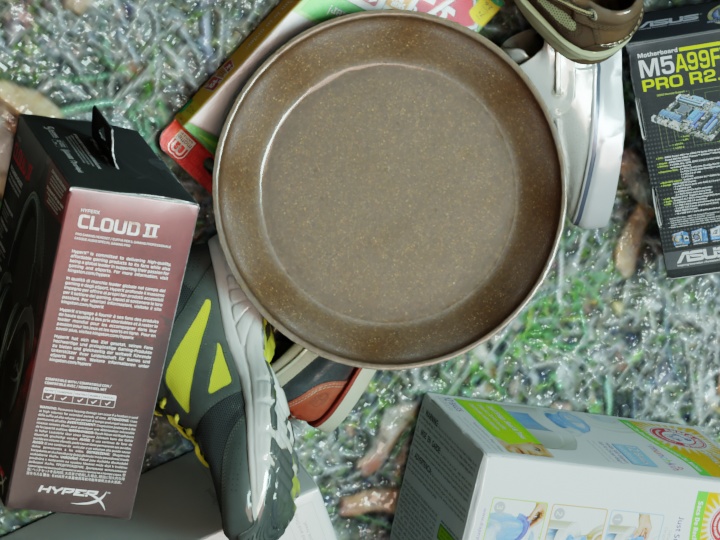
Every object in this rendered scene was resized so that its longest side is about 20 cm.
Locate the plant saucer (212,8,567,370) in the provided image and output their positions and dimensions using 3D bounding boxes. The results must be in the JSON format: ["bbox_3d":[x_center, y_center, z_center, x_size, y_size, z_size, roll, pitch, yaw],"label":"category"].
[{"bbox_3d":[0.016,-0.045,1.378,0.199,0.037,0.202,0,88,-1],"label":"plant saucer"}]

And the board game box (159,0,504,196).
[{"bbox_3d":[-0.017,-0.115,1.409,0.200,0.030,0.095,-46,115,3],"label":"board game box"}]

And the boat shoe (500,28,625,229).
[{"bbox_3d":[0.116,-0.122,1.430,0.069,0.071,0.202,-2,108,-4],"label":"boat shoe"}]

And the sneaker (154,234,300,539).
[{"bbox_3d":[-0.086,0.072,1.378,0.084,0.201,0.075,-13,144,4],"label":"sneaker"}]

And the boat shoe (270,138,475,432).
[{"bbox_3d":[0.000,0.000,1.432,0.062,0.071,0.201,26,102,-21],"label":"boat shoe"}]

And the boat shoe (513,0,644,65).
[{"bbox_3d":[0.081,-0.203,1.347,0.202,0.075,0.075,40,76,0],"label":"boat shoe"}]

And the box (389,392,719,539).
[{"bbox_3d":[0.135,0.150,1.500,0.199,0.112,0.102,8,104,-21],"label":"box"}]

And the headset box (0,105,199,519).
[{"bbox_3d":[-0.154,0.013,1.338,0.077,0.149,0.201,7,107,-21],"label":"headset box"}]

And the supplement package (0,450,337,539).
[{"bbox_3d":[-0.112,0.193,1.430,0.199,0.117,0.118,-23,114,-11],"label":"supplement package"}]

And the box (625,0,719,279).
[{"bbox_3d":[0.266,-0.086,1.446,0.198,0.044,0.161,-9,117,12],"label":"box"}]
